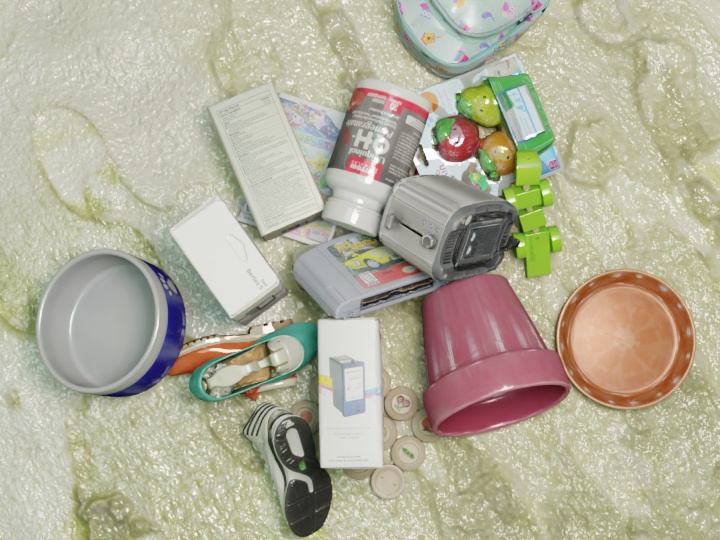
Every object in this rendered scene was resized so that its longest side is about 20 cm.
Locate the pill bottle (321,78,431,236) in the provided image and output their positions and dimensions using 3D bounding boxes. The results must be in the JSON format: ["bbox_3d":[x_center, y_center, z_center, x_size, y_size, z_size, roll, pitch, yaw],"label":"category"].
[{"bbox_3d":[0.016,-0.153,1.685,0.111,0.111,0.200,19,86,2],"label":"pill bottle"}]

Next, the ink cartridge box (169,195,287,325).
[{"bbox_3d":[-0.177,-0.009,1.680,0.084,0.200,0.146,-36,85,-3],"label":"ink cartridge box"}]

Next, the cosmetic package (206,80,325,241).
[{"bbox_3d":[-0.131,-0.153,1.740,0.103,0.073,0.200,-22,85,-3],"label":"cosmetic package"}]

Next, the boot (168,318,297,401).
[{"bbox_3d":[-0.186,0.138,1.733,0.200,0.075,0.107,-10,89,-2],"label":"boot"}]

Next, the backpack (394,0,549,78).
[{"bbox_3d":[0.149,-0.380,1.745,0.200,0.153,0.176,-39,91,3],"label":"backpack"}]

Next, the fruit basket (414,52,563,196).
[{"bbox_3d":[0.169,-0.193,1.745,0.200,0.094,0.185,-21,87,-9],"label":"fruit basket"}]

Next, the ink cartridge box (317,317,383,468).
[{"bbox_3d":[-0.011,0.166,1.675,0.087,0.145,0.200,0,85,2],"label":"ink cartridge box"}]

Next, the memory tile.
[{"bbox_3d":[0.009,0.216,1.751,0.200,0.017,0.153,37,86,3],"label":"memory tile"}]

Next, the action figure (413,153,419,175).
[{"bbox_3d":[0.053,-0.154,1.773,0.065,0.052,0.200,-8,87,-6],"label":"action figure"}]

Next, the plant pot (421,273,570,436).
[{"bbox_3d":[0.168,0.112,1.684,0.200,0.200,0.179,-16,69,-2],"label":"plant pot"}]

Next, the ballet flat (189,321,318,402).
[{"bbox_3d":[-0.137,0.130,1.674,0.200,0.070,0.067,-23,97,-10],"label":"ballet flat"}]

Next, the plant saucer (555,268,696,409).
[{"bbox_3d":[0.378,0.098,1.756,0.200,0.032,0.201,0,85,0],"label":"plant saucer"}]

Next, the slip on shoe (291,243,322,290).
[{"bbox_3d":[0.000,0.000,1.754,0.200,0.074,0.061,0,123,-8],"label":"slip on shoe"}]

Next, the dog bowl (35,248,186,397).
[{"bbox_3d":[-0.345,0.075,1.699,0.200,0.079,0.200,-5,77,22],"label":"dog bowl"}]

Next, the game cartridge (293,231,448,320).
[{"bbox_3d":[0.016,-0.003,1.681,0.200,0.041,0.133,-17,39,-29],"label":"game cartridge"}]

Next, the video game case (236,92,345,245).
[{"bbox_3d":[-0.082,-0.144,1.785,0.143,0.018,0.200,18,84,2],"label":"video game case"}]

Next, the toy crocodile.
[{"bbox_3d":[0.240,-0.075,1.725,0.067,0.062,0.200,-15,124,1],"label":"toy crocodile"}]

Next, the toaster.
[{"bbox_3d":[0.118,-0.063,1.649,0.129,0.200,0.114,31,115,31],"label":"toaster"}]

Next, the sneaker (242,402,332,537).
[{"bbox_3d":[-0.104,0.270,1.724,0.076,0.115,0.201,-22,117,-25],"label":"sneaker"}]
